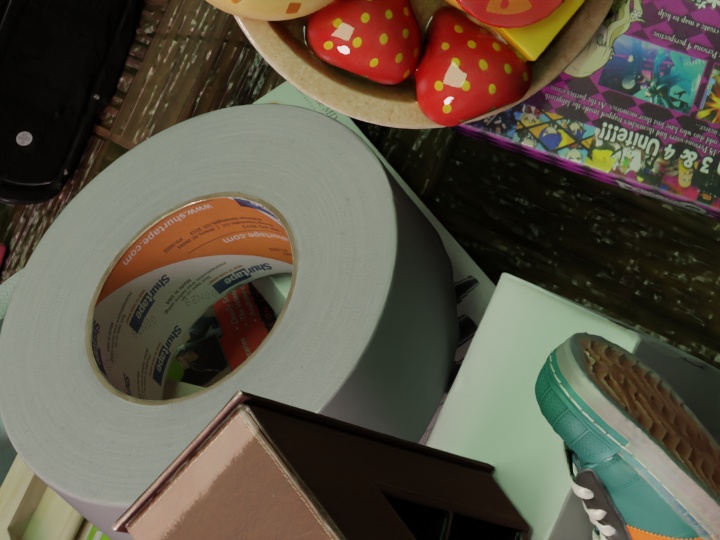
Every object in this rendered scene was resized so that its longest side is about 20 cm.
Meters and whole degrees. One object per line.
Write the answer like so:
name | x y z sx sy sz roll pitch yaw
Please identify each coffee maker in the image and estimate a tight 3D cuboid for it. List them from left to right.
coffee maker | -0.223 -0.147 1.473 0.199 0.135 0.193 21 65 34

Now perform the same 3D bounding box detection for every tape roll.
tape roll | -0.058 0.028 1.218 0.199 0.066 0.201 -16 51 21

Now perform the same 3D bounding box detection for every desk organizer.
desk organizer | 0.003 0.112 1.065 0.072 0.200 0.077 -46 61 13

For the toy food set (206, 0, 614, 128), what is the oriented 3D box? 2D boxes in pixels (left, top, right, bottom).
toy food set | 0.028 -0.159 1.154 0.198 0.200 0.049 -51 18 -6

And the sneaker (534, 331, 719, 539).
sneaker | 0.120 0.108 1.129 0.080 0.200 0.072 -35 32 16

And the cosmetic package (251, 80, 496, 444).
cosmetic package | 0.000 0.000 1.303 0.082 0.051 0.200 -33 58 -12

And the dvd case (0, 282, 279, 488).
dvd case | -0.096 0.062 1.336 0.199 0.022 0.147 -24 63 -3

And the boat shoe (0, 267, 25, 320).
boat shoe | -0.174 0.066 1.400 0.072 0.071 0.200 40 77 24

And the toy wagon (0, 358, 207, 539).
toy wagon | -0.077 0.117 1.246 0.199 0.040 0.156 11 65 31

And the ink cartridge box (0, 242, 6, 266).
ink cartridge box | -0.280 0.059 1.425 0.084 0.145 0.201 13 84 34

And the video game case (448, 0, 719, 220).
video game case | 0.158 -0.117 1.213 0.199 0.036 0.182 18 86 8

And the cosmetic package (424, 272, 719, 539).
cosmetic package | 0.075 0.114 1.205 0.081 0.113 0.201 23 88 35
